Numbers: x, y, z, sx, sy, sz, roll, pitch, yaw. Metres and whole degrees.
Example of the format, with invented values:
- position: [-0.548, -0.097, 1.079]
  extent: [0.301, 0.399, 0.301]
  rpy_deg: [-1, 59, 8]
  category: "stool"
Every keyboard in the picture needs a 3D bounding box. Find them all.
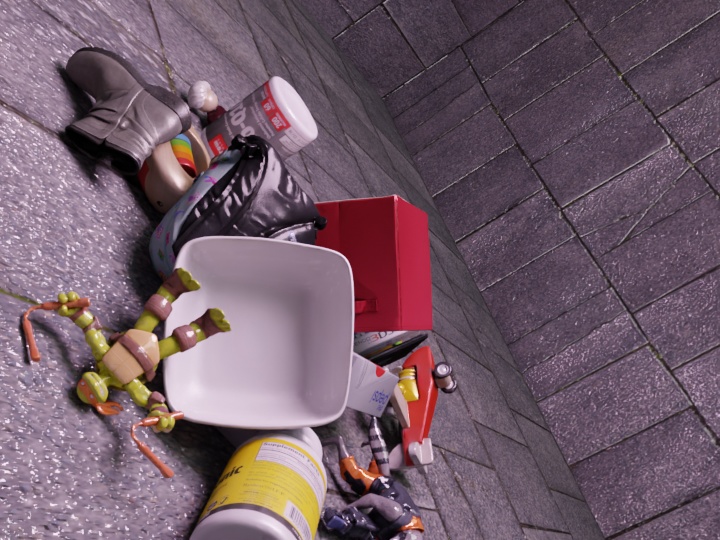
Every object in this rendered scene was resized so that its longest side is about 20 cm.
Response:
- position: [0.021, 0.155, 1.205]
  extent: [0.199, 0.127, 0.021]
  rpy_deg: [-15, 66, -49]
  category: "keyboard"

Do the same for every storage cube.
- position: [0.000, 0.000, 1.045]
  extent: [0.200, 0.170, 0.181]
  rpy_deg: [9, 78, -70]
  category: "storage cube"

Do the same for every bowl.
- position: [-0.112, 0.071, 0.794]
  extent: [0.075, 0.199, 0.201]
  rpy_deg: [140, -46, -71]
  category: "bowl"

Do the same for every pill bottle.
- position: [-0.093, 0.235, 0.735]
  extent: [0.112, 0.111, 0.200]
  rpy_deg: [55, 16, -11]
  category: "pill bottle"
- position: [-0.177, -0.203, 1.145]
  extent: [0.114, 0.199, 0.114]
  rpy_deg: [51, 17, -23]
  category: "pill bottle"

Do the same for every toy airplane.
- position: [0.075, 0.246, 1.243]
  extent: [0.199, 0.140, 0.201]
  rpy_deg: [-29, 124, -64]
  category: "toy airplane"

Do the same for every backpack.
- position: [-0.162, -0.049, 0.903]
  extent: [0.167, 0.126, 0.200]
  rpy_deg: [49, 61, -19]
  category: "backpack"

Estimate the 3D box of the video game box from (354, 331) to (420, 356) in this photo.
- position: [-0.023, 0.046, 1.189]
  extent: [0.047, 0.181, 0.201]
  rpy_deg: [99, -33, -66]
  category: "video game box"

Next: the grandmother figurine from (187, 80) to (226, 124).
- position: [-0.242, -0.259, 1.327]
  extent: [0.200, 0.060, 0.121]
  rpy_deg: [52, 8, -30]
  category: "grandmother figurine"

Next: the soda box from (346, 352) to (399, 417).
- position: [-0.012, 0.150, 0.999]
  extent: [0.063, 0.069, 0.200]
  rpy_deg: [24, -8, 24]
  category: "soda box"

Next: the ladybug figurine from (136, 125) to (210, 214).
- position: [-0.264, -0.148, 1.013]
  extent: [0.136, 0.072, 0.201]
  rpy_deg: [40, 24, -47]
  category: "ladybug figurine"

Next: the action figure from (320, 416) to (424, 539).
- position: [0.019, 0.301, 0.982]
  extent: [0.194, 0.104, 0.200]
  rpy_deg: [56, 9, 31]
  category: "action figure"

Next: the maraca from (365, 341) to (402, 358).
- position: [0.018, 0.113, 1.327]
  extent: [0.137, 0.107, 0.200]
  rpy_deg: [29, -8, 16]
  category: "maraca"

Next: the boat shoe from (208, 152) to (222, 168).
- position: [-0.137, -0.082, 1.021]
  extent: [0.200, 0.071, 0.077]
  rpy_deg: [42, 34, -41]
  category: "boat shoe"

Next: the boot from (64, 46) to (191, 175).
- position: [-0.324, -0.205, 0.915]
  extent: [0.199, 0.068, 0.131]
  rpy_deg: [30, 48, 12]
  category: "boot"

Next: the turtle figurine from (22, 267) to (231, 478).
- position: [-0.204, 0.084, 0.692]
  extent: [0.200, 0.161, 0.064]
  rpy_deg: [47, -29, 4]
  category: "turtle figurine"

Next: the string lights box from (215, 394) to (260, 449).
- position: [-0.117, 0.151, 0.923]
  extent: [0.103, 0.059, 0.200]
  rpy_deg: [52, 17, -21]
  category: "string lights box"
